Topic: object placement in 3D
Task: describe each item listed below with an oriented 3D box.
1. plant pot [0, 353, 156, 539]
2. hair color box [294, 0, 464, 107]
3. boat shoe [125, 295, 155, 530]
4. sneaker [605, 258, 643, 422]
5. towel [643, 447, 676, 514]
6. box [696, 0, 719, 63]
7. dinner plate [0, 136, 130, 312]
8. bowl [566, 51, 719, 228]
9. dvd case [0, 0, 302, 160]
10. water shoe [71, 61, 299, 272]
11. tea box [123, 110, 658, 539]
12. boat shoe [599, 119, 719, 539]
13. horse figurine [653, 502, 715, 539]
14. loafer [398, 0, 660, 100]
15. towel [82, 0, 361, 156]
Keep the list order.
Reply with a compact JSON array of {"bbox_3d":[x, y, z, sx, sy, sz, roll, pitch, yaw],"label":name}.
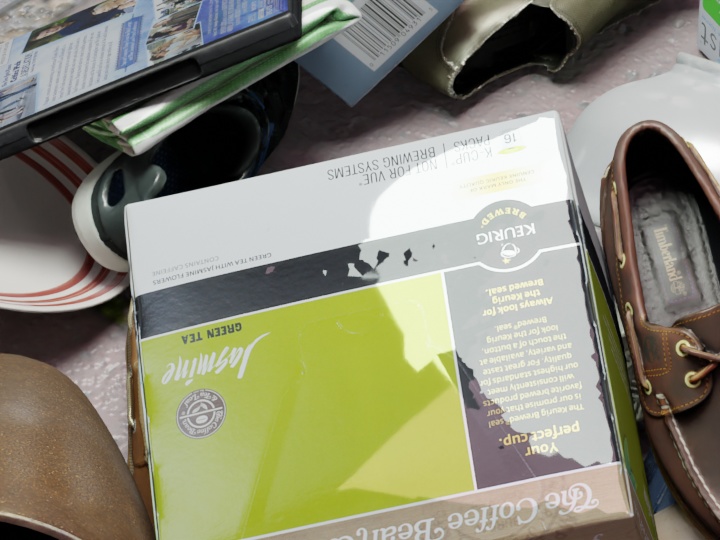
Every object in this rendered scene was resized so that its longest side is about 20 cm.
[{"bbox_3d":[-0.165,0.128,1.272,0.185,0.188,0.200,-2,29,0],"label":"plant pot"},{"bbox_3d":[-0.010,-0.190,1.601,0.099,0.061,0.200,-42,34,16],"label":"hair color box"},{"bbox_3d":[-0.082,0.066,1.385,0.075,0.074,0.201,-9,45,-7],"label":"boat shoe"},{"bbox_3d":[0.096,0.044,1.416,0.199,0.075,0.085,-22,29,-15],"label":"sneaker"},{"bbox_3d":[0.222,0.129,1.334,0.199,0.049,0.112,18,49,19],"label":"towel"},{"bbox_3d":[0.271,-0.143,1.516,0.096,0.177,0.200,-20,48,-19],"label":"box"},{"bbox_3d":[-0.207,-0.037,1.486,0.199,0.024,0.201,21,29,-12],"label":"dinner plate"},{"bbox_3d":[0.188,-0.050,1.411,0.200,0.091,0.201,17,5,-2],"label":"bowl"},{"bbox_3d":[-0.123,-0.112,1.476,0.199,0.018,0.143,-21,24,8],"label":"dvd case"},{"bbox_3d":[-0.070,-0.069,1.504,0.079,0.072,0.200,-18,27,43],"label":"water shoe"},{"bbox_3d":[0.016,0.063,1.250,0.199,0.134,0.198,-12,61,8],"label":"tea box"},{"bbox_3d":[0.149,0.030,1.262,0.070,0.070,0.201,-19,67,-2],"label":"boat shoe"},{"bbox_3d":[0.151,0.105,1.296,0.199,0.050,0.133,-29,63,-1],"label":"horse figurine"},{"bbox_3d":[0.113,-0.144,1.603,0.199,0.075,0.070,-24,53,-9],"label":"loafer"},{"bbox_3d":[-0.099,-0.118,1.520,0.152,0.023,0.200,-33,23,-16],"label":"towel"}]
